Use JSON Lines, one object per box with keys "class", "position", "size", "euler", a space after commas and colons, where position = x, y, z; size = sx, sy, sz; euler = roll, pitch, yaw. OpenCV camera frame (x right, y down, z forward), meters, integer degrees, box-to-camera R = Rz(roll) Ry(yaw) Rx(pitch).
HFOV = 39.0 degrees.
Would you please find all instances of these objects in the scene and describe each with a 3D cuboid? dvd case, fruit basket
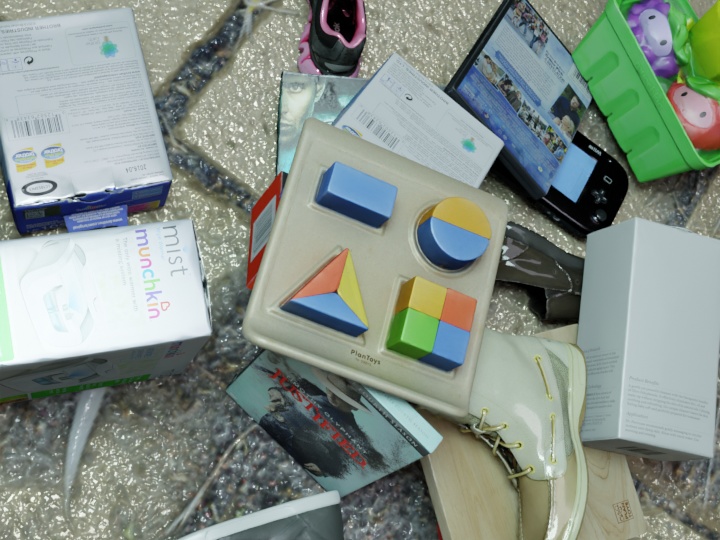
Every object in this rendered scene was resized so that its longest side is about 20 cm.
{"class": "dvd case", "position": [0.166, -0.182, 1.021], "size": [0.143, 0.018, 0.200], "euler": [46, 48, -15]}
{"class": "dvd case", "position": [-0.030, 0.116, 0.837], "size": [0.146, 0.200, 0.022], "euler": [45, 57, -1]}
{"class": "fruit basket", "position": [0.349, -0.212, 1.034], "size": [0.155, 0.215, 0.216], "euler": [-21, 82, -41]}

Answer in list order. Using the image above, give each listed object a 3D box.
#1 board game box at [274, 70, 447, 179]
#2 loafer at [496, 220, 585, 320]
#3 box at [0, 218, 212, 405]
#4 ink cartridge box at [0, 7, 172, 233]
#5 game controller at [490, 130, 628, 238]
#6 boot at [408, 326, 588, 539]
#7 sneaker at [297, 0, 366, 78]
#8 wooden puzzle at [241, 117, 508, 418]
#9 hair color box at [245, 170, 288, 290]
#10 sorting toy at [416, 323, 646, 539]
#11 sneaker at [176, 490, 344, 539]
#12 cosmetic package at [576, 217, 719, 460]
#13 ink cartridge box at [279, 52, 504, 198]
{"class": "board game box", "position": [0.018, -0.116, 0.982], "size": [0.199, 0.028, 0.136], "euler": [3, 87, -9]}
{"class": "loafer", "position": [0.198, 0.020, 1.008], "size": [0.199, 0.073, 0.072], "euler": [25, 81, -6]}
{"class": "box", "position": [-0.221, 0.036, 0.803], "size": [0.176, 0.200, 0.097], "euler": [-7, 78, -19]}
{"class": "ink cartridge box", "position": [-0.249, -0.118, 0.894], "size": [0.136, 0.076, 0.201], "euler": [-12, 77, -18]}
{"class": "game controller", "position": [0.187, -0.120, 1.051], "size": [0.200, 0.042, 0.105], "euler": [36, 69, -5]}
{"class": "boot", "position": [0.112, 0.137, 0.851], "size": [0.154, 0.072, 0.201], "euler": [18, 62, -20]}
{"class": "sneaker", "position": [-0.024, -0.284, 1.005], "size": [0.079, 0.095, 0.201], "euler": [-3, 75, -15]}
{"class": "wooden puzzle", "position": [0.023, -0.009, 0.768], "size": [0.184, 0.046, 0.201], "euler": [21, 63, -15]}
{"class": "hair color box", "position": [0.000, 0.000, 0.909], "size": [0.199, 0.061, 0.102], "euler": [24, 40, -25]}
{"class": "sorting toy", "position": [0.137, 0.170, 0.933], "size": [0.198, 0.070, 0.201], "euler": [-11, 79, -26]}
{"class": "sneaker", "position": [-0.095, 0.259, 0.848], "size": [0.199, 0.071, 0.100], "euler": [-13, 74, -23]}
{"class": "cosmetic package", "position": [0.262, 0.064, 0.924], "size": [0.107, 0.085, 0.201], "euler": [15, 73, -19]}
{"class": "ink cartridge box", "position": [0.024, -0.080, 0.881], "size": [0.136, 0.076, 0.200], "euler": [38, 46, -5]}
